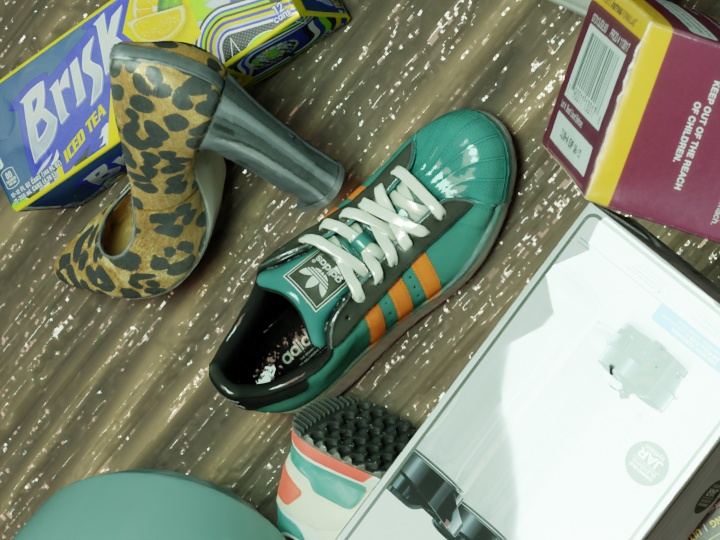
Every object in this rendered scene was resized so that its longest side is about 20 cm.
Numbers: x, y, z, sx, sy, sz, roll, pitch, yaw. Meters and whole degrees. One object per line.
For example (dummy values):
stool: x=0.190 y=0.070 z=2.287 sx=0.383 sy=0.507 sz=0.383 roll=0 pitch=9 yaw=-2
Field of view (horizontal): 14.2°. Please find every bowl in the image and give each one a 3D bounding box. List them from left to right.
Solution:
bowl: x=-0.107 y=0.176 z=1.482 sx=0.201 sy=0.201 sz=0.105 roll=-10 pitch=45 yaw=25

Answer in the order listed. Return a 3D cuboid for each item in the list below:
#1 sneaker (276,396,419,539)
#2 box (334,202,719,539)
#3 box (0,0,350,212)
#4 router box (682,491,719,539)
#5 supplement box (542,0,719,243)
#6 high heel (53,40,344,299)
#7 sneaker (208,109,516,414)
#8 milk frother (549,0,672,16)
sneaker: x=0.041 y=0.149 z=1.469 sx=0.200 sy=0.070 sz=0.093 roll=31 pitch=124 yaw=18
box: x=0.093 y=0.085 z=1.275 sx=0.117 sy=0.060 sz=0.200 roll=41 pitch=100 yaw=21
box: x=-0.109 y=-0.108 z=1.519 sx=0.200 sy=0.064 sz=0.070 roll=-33 pitch=79 yaw=24
router box: x=0.150 y=0.116 z=1.311 sx=0.200 sy=0.051 sz=0.149 roll=-33 pitch=74 yaw=15
supplement box: x=0.195 y=-0.054 z=1.302 sx=0.200 sy=0.110 sz=0.086 roll=17 pitch=103 yaw=-11
high heel: x=-0.124 y=-0.055 z=1.478 sx=0.200 sy=0.143 sz=0.071 roll=-23 pitch=46 yaw=38
sneaker: x=0.000 y=0.000 z=1.462 sx=0.071 sy=0.080 sz=0.200 roll=46 pitch=110 yaw=19
milk frother: x=0.042 y=-0.180 z=1.360 sx=0.188 sy=0.181 sz=0.200 roll=26 pitch=72 yaw=23
